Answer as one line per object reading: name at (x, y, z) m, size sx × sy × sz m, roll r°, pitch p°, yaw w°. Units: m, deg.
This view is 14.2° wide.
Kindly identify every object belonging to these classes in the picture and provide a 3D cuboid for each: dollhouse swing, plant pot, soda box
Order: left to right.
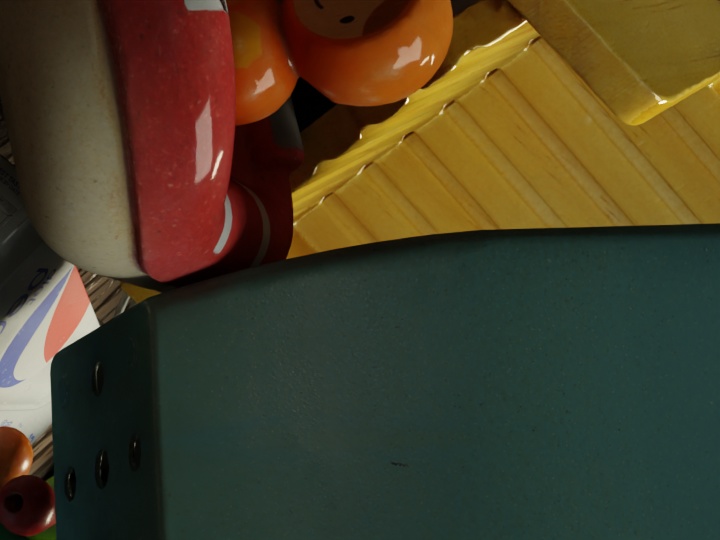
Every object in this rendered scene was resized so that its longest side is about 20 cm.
soda box at (-0.136, 0.007, 0.966) m, size 0.063 × 0.068 × 0.200 m, roll -48°, pitch 168°, yaw -12°
plant pot at (0.009, 0.064, 0.919) m, size 0.199 × 0.142 × 0.141 m, roll 3°, pitch 166°, yaw -25°
dollhouse swing at (0.062, 0.004, 1.048) m, size 0.200 × 0.176 × 0.182 m, roll -35°, pitch 178°, yaw 26°

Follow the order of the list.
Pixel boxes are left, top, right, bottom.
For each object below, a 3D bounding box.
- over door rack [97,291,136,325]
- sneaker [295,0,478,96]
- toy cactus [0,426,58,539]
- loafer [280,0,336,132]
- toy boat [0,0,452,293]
over door rack at (-0.065, 0.091, 1.172) m, size 0.067 × 0.200 × 0.148 m, roll -37°, pitch 163°, yaw -39°
sneaker at (0.026, -0.142, 1.065) m, size 0.200 × 0.100 × 0.070 m, roll -30°, pitch -177°, yaw 39°
toy cactus at (-0.152, 0.108, 1.008) m, size 0.200 × 0.102 × 0.165 m, roll -28°, pitch 166°, yaw 26°
loafer at (-0.052, -0.060, 1.067) m, size 0.075 × 0.070 × 0.200 m, roll -39°, pitch 164°, yaw -43°
toy boat at (-0.036, -0.066, 0.875) m, size 0.130 × 0.131 × 0.200 m, roll -14°, pitch 174°, yaw 9°
